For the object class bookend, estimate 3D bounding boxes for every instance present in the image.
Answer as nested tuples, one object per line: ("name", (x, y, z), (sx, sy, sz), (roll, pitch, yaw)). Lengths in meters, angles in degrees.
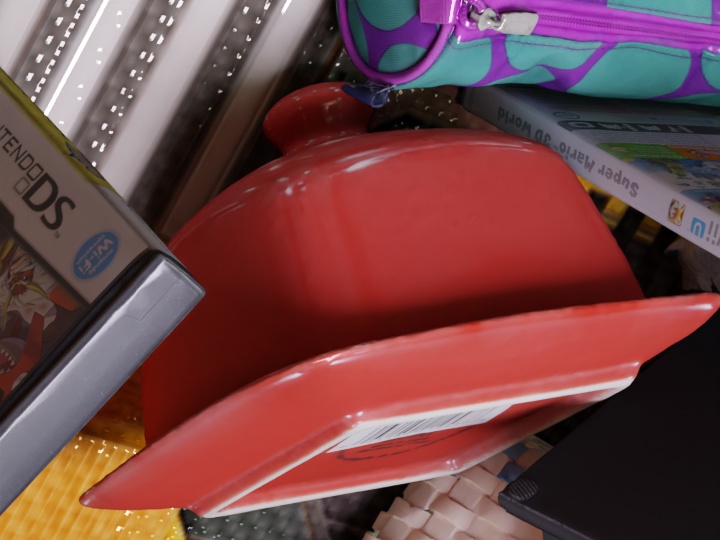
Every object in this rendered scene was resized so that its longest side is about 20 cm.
("bookend", (0.165, 0.122, 1.022), (0.200, 0.092, 0.199), (-36, 131, -31))

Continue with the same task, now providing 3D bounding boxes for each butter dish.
("butter dish", (0.000, 0.000, 0.993), (0.200, 0.148, 0.199), (-7, 165, -34))

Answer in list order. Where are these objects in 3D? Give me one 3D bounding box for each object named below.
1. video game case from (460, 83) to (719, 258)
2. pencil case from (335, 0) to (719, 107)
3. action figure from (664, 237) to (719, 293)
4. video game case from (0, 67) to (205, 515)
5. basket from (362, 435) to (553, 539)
("video game case", (0.150, -0.038, 1.017), (0.143, 0.200, 0.018), (1, 110, -32))
("pencil case", (0.087, -0.104, 1.010), (0.200, 0.092, 0.085), (1, 116, -33))
("action figure", (0.184, 0.055, 1.164), (0.200, 0.105, 0.194), (-52, 129, -25))
("video game case", (-0.162, 0.034, 0.877), (0.200, 0.181, 0.026), (-47, 129, 1))
("basket", (0.063, 0.180, 1.126), (0.176, 0.139, 0.200), (35, 78, -39))
